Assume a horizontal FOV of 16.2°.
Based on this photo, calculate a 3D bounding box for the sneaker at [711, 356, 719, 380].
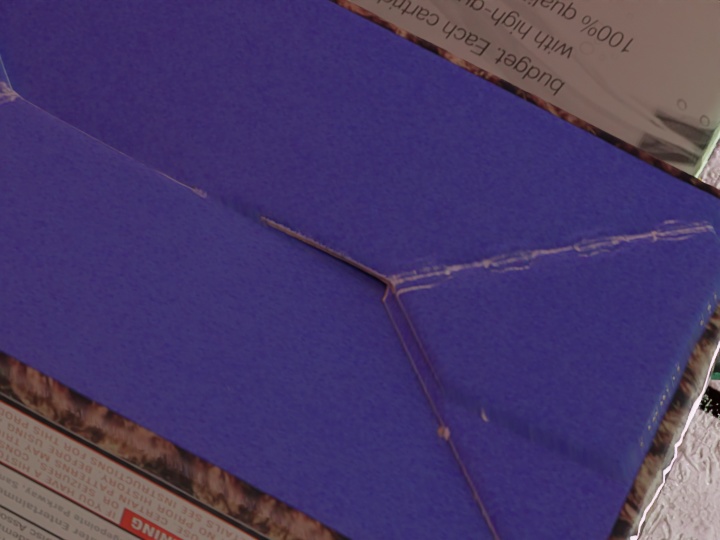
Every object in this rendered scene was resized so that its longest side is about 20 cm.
[{"bbox_3d":[0.109,-0.008,1.123,0.200,0.074,0.088,19,-86,62],"label":"sneaker"}]

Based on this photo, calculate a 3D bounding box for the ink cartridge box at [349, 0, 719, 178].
[{"bbox_3d":[0.028,-0.080,0.608,0.200,0.146,0.083,-63,177,10],"label":"ink cartridge box"}]

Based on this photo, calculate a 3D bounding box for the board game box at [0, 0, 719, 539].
[{"bbox_3d":[-0.047,0.047,0.440,0.097,0.159,0.200,-58,174,-41],"label":"board game box"}]
